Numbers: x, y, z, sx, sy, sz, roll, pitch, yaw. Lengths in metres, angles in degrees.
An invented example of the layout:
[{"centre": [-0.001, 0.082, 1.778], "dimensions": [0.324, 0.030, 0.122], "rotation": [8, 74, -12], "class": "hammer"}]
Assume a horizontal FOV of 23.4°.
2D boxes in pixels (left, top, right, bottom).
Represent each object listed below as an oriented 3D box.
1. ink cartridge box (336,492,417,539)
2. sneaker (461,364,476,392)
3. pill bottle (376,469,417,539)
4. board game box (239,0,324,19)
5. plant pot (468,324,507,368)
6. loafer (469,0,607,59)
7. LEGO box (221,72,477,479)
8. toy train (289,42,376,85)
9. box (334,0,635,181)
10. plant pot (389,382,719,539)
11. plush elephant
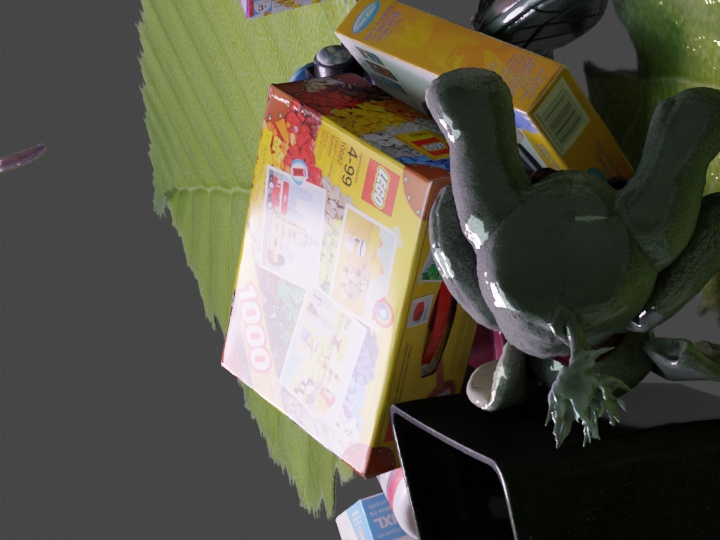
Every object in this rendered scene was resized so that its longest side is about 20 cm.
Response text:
[{"centre": [0.075, 0.282, 1.484], "dimensions": [0.129, 0.124, 0.202], "rotation": [124, 129, -72], "class": "ink cartridge box"}, {"centre": [0.095, 0.125, 1.176], "dimensions": [0.198, 0.074, 0.087], "rotation": [24, 162, 12], "class": "sneaker"}, {"centre": [0.049, 0.107, 1.406], "dimensions": [0.120, 0.118, 0.201], "rotation": [89, 159, -46], "class": "pill bottle"}, {"centre": [-0.062, -0.321, 1.413], "dimensions": [0.201, 0.102, 0.106], "rotation": [94, 156, -53], "class": "board game box"}, {"centre": [0.031, 0.024, 1.266], "dimensions": [0.200, 0.177, 0.202], "rotation": [165, 90, -76], "class": "plant pot"}, {"centre": [0.095, -0.159, 1.052], "dimensions": [0.200, 0.071, 0.064], "rotation": [125, 134, -75], "class": "loafer"}, {"centre": [0.000, 0.000, 1.078], "dimensions": [0.148, 0.077, 0.202], "rotation": [33, 123, 37], "class": "LEGO box"}, {"centre": [0.010, -0.093, 1.355], "dimensions": [0.087, 0.113, 0.202], "rotation": [-127, 25, -48], "class": "toy train"}, {"centre": [0.068, -0.101, 1.048], "dimensions": [0.199, 0.042, 0.119], "rotation": [27, 166, 45], "class": "box"}, {"centre": [0.144, 0.159, 0.976], "dimensions": [0.199, 0.176, 0.202], "rotation": [-165, 59, -73], "class": "plant pot"}, {"centre": [0.121, 0.007, 0.929], "dimensions": [0.155, 0.163, 0.202], "rotation": [60, -149, -71], "class": "plush elephant"}]
